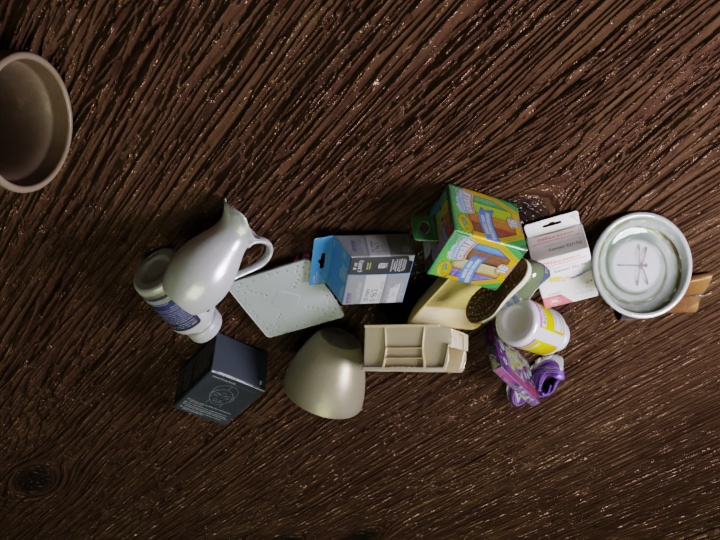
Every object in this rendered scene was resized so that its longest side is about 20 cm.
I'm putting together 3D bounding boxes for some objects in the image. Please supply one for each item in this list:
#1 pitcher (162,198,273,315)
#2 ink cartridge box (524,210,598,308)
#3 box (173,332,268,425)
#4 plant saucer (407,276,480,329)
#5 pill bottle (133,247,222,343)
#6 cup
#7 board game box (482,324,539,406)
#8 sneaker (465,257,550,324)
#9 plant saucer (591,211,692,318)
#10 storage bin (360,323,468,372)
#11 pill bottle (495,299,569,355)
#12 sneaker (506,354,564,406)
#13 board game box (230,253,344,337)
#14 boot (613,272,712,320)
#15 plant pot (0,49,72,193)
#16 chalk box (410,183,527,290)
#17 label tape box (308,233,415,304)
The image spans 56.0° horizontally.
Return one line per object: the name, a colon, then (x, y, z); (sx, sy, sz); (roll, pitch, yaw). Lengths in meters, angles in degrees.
pitcher: (-0.265, -0.008, 1.286); (0.201, 0.121, 0.172); (-50, 138, -3)
ink cartridge box: (0.405, -0.019, 1.364); (0.113, 0.069, 0.202); (-16, 136, 16)
box: (-0.335, 0.264, 1.625); (0.146, 0.109, 0.199); (27, 132, -28)
plant saucer: (0.216, 0.048, 1.421); (0.195, 0.050, 0.201); (6, 141, -30)
pill bottle: (-0.367, 0.059, 1.393); (0.108, 0.113, 0.202); (-14, 137, 14)
cup: (-0.068, 0.217, 1.542); (0.194, 0.201, 0.147); (13, 110, -16)
board game box: (0.356, 0.226, 1.596); (0.032, 0.123, 0.199); (-26, 134, 26)
sneaker: (0.299, 0.047, 1.345); (0.088, 0.069, 0.201); (5, 143, -30)
plant saucer: (0.545, -0.010, 1.329); (0.193, 0.207, 0.050); (-2, 179, 0)
storage bin: (0.122, 0.171, 1.456); (0.192, 0.097, 0.199); (-2, 170, 19)
pill bottle: (0.384, 0.126, 1.479); (0.103, 0.107, 0.197); (-32, 147, 30)
sneaker: (0.436, 0.289, 1.697); (0.078, 0.085, 0.201); (16, 136, -18)
board game box: (-0.159, 0.057, 1.462); (0.194, 0.026, 0.202); (-16, 136, 15)
boot: (0.655, 0.031, 1.433); (0.193, 0.069, 0.193); (-6, 127, -4)
plant pot: (-0.569, -0.231, 1.027); (0.169, 0.204, 0.203); (9, 141, 14)
chalk box: (0.189, -0.066, 1.262); (0.194, 0.127, 0.125); (13, 137, -18)
label tape box: (0.000, 0.000, 1.355); (0.193, 0.067, 0.145); (-4, 139, -14)
